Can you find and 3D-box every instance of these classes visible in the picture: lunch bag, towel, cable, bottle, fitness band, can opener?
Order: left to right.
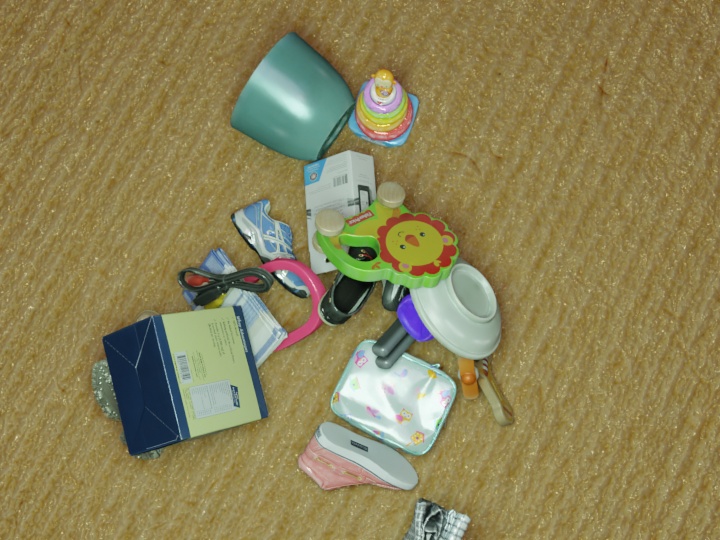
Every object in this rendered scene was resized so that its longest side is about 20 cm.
[{"bbox_3d":[-0.229,0.015,1.621,0.199,0.050,0.097,-22,110,34],"label":"cable"},{"bbox_3d":[-0.220,0.074,1.679,0.200,0.147,0.024,50,40,11],"label":"towel"},{"bbox_3d":[-0.141,0.058,1.661,0.199,0.037,0.144,-29,90,35],"label":"fitness band"},{"bbox_3d":[0.062,0.215,1.662,0.199,0.077,0.161,26,79,5],"label":"lunch bag"},{"bbox_3d":[0.076,0.093,1.664,0.066,0.053,0.200,4,36,34],"label":"can opener"},{"bbox_3d":[0.098,0.451,1.553,0.085,0.200,0.166,25,79,7],"label":"towel"},{"bbox_3d":[0.142,0.051,1.644,0.084,0.200,0.065,51,128,7],"label":"bottle"}]

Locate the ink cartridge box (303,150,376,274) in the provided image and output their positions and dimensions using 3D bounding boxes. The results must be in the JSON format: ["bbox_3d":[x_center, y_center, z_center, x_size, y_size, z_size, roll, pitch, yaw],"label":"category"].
[{"bbox_3d":[-0.032,-0.096,1.703,0.116,0.068,0.201,-13,75,40],"label":"ink cartridge box"}]

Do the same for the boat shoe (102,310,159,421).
[{"bbox_3d":[-0.393,0.164,1.684,0.071,0.065,0.201,16,80,4],"label":"boat shoe"}]

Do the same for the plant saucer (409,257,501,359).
[{"bbox_3d":[0.169,0.046,1.581,0.050,0.200,0.201,-38,77,38],"label":"plant saucer"}]

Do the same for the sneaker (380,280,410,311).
[{"bbox_3d":[0.052,-0.006,1.687,0.079,0.074,0.201,1,44,11],"label":"sneaker"}]

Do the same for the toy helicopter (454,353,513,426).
[{"bbox_3d":[0.206,0.179,1.650,0.079,0.132,0.201,-26,97,25],"label":"toy helicopter"}]

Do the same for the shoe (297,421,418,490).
[{"bbox_3d":[-0.006,0.337,1.648,0.199,0.072,0.091,29,117,-14],"label":"shoe"}]

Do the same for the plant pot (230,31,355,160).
[{"bbox_3d":[-0.106,-0.290,1.710,0.161,0.201,0.201,35,81,1],"label":"plant pot"}]

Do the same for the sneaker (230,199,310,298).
[{"bbox_3d":[-0.145,-0.039,1.716,0.077,0.076,0.200,-37,85,-8],"label":"sneaker"}]

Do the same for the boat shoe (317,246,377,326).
[{"bbox_3d":[0.002,0.002,1.592,0.074,0.063,0.202,38,62,-11],"label":"boat shoe"}]

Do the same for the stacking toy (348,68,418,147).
[{"bbox_3d":[0.041,-0.302,1.701,0.115,0.200,0.110,19,79,4],"label":"stacking toy"}]

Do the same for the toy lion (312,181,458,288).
[{"bbox_3d":[0.049,-0.041,1.551,0.199,0.069,0.192,-25,60,-27],"label":"toy lion"}]

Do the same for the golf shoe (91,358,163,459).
[{"bbox_3d":[-0.379,0.219,1.636,0.078,0.097,0.201,-2,121,35],"label":"golf shoe"}]

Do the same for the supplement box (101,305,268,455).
[{"bbox_3d":[-0.284,0.176,1.589,0.134,0.199,0.201,-21,81,36],"label":"supplement box"}]
